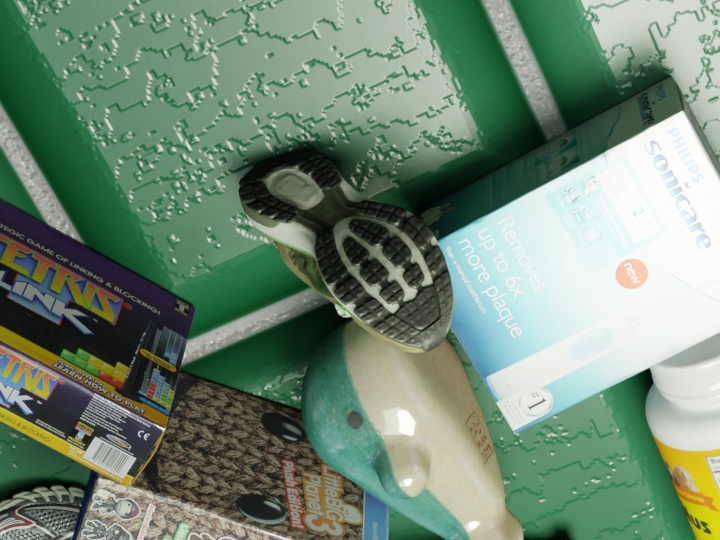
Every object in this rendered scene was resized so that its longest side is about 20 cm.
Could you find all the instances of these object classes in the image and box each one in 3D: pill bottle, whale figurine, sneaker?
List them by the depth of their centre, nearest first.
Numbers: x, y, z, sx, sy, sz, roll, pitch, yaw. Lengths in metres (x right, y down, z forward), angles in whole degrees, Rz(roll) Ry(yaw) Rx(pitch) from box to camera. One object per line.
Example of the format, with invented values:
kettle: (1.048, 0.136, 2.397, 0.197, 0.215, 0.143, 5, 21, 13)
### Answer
sneaker: (0.000, 0.000, 1.149, 0.077, 0.200, 0.089, -33, 135, -13)
whale figurine: (0.033, 0.125, 1.208, 0.103, 0.159, 0.201, -29, 96, 20)
pill bottle: (0.262, 0.123, 1.222, 0.108, 0.109, 0.201, -21, 115, 11)
sneaker: (-0.181, 0.214, 1.301, 0.198, 0.075, 0.081, 13, 116, -4)

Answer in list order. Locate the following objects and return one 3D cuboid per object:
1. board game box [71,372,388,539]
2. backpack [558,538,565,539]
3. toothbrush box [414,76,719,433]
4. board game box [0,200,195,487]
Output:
board game box: (-0.088, 0.166, 1.227, 0.198, 0.160, 0.097, 19, 115, -8)
backpack: (0.061, 0.299, 1.296, 0.198, 0.147, 0.185, 0, 114, 5)
toothbrush box: (0.152, -0.009, 1.172, 0.199, 0.085, 0.147, -27, 107, 13)
board game box: (-0.212, 0.034, 1.162, 0.199, 0.166, 0.057, 29, 115, -12)
